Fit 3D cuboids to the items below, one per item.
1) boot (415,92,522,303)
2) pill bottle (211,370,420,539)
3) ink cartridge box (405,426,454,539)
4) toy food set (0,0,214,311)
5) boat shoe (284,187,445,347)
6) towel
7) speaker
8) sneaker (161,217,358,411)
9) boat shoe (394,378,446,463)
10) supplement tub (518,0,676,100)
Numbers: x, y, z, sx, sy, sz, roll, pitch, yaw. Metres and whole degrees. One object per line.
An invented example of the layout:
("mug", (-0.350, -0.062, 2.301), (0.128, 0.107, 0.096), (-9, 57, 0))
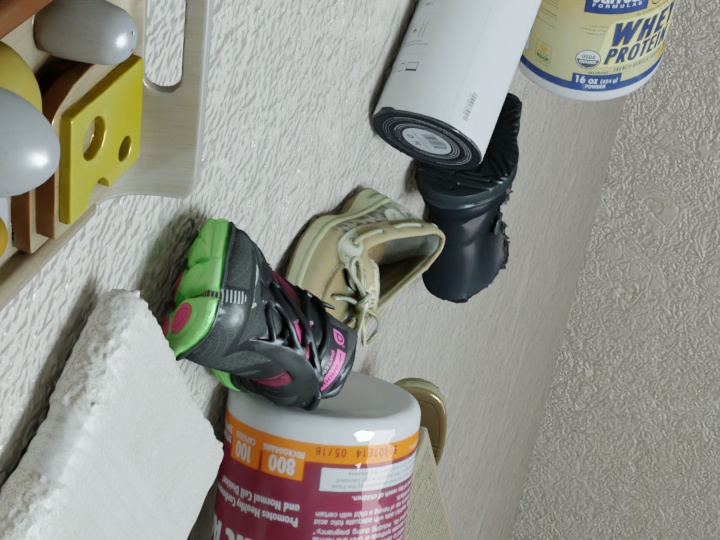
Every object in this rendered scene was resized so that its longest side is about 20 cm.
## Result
("boot", (0.088, -0.041, 1.249), (0.200, 0.076, 0.169), (-64, 163, -58))
("pill bottle", (-0.033, 0.166, 0.878), (0.114, 0.114, 0.201), (-30, 129, -72))
("ink cartridge box", (-0.002, 0.232, 1.068), (0.165, 0.075, 0.200), (77, 29, -42))
("toy food set", (-0.097, -0.038, 0.482), (0.200, 0.060, 0.144), (-56, 159, -51))
("boat shoe", (0.000, 0.000, 0.956), (0.200, 0.063, 0.073), (-50, 156, -58))
("towel", (-0.113, 0.102, 0.677), (0.200, 0.034, 0.133), (80, 28, -63))
("speaker", (0.078, -0.175, 1.016), (0.081, 0.081, 0.200), (73, 36, -69))
("sneaker", (-0.044, 0.026, 0.751), (0.200, 0.084, 0.077), (47, 59, -77))
("boat shoe", (0.025, 0.152, 1.256), (0.063, 0.073, 0.200), (-75, -175, -48))
("supplement tub", (0.210, -0.264, 1.314), (0.200, 0.144, 0.145), (92, 20, -52))
